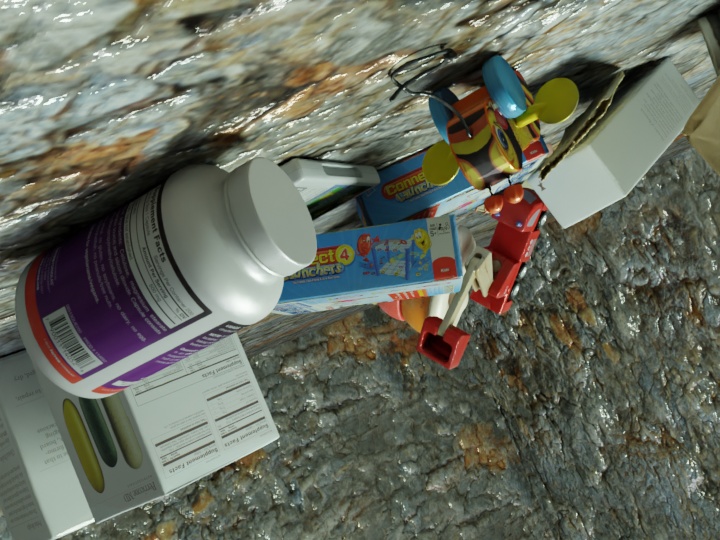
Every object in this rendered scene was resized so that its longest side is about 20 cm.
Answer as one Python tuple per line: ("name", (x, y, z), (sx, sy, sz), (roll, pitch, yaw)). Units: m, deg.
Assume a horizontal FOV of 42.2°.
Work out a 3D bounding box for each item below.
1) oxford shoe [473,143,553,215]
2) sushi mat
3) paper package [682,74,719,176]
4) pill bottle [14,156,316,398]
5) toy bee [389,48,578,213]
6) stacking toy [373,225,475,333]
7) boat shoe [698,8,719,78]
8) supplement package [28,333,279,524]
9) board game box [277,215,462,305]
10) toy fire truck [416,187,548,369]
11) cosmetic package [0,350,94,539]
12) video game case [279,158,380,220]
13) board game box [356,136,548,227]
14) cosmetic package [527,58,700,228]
("oxford shoe", (0.166, -0.099, 1.200), (0.197, 0.075, 0.071), (-21, 177, -1))
("sushi mat", (0.222, -0.148, 0.923), (0.096, 0.012, 0.200), (-49, 178, 27))
("paper package", (0.440, -0.197, 0.902), (0.199, 0.104, 0.192), (-29, 157, -30))
("pill bottle", (-0.131, 0.002, 0.636), (0.198, 0.114, 0.112), (-26, 174, 21))
("toy bee", (0.091, -0.097, 0.704), (0.198, 0.110, 0.130), (-20, 175, -40))
("stacking toy", (0.035, -0.002, 1.164), (0.197, 0.149, 0.146), (15, -173, 17))
("boat shoe", (0.391, -0.232, 0.966), (0.056, 0.068, 0.199), (-21, 173, 23))
("supplement package", (-0.213, 0.120, 0.945), (0.150, 0.203, 0.151), (-19, 172, -46))
("board game box", (0.000, 0.000, 0.912), (0.192, 0.057, 0.200), (-8, 175, 4))
("toy fire truck", (0.142, 0.004, 1.065), (0.140, 0.048, 0.203), (-12, 125, -58))
("cosmetic package", (-0.342, 0.194, 1.091), (0.165, 0.203, 0.167), (-20, 175, -37))
("video game case", (-0.097, -0.044, 0.841), (0.198, 0.022, 0.182), (-28, 174, 21))
("board game box", (0.093, -0.094, 1.026), (0.193, 0.057, 0.200), (-24, 175, -2))
("cosmetic package", (0.284, -0.142, 1.032), (0.200, 0.072, 0.101), (-43, -174, -33))
